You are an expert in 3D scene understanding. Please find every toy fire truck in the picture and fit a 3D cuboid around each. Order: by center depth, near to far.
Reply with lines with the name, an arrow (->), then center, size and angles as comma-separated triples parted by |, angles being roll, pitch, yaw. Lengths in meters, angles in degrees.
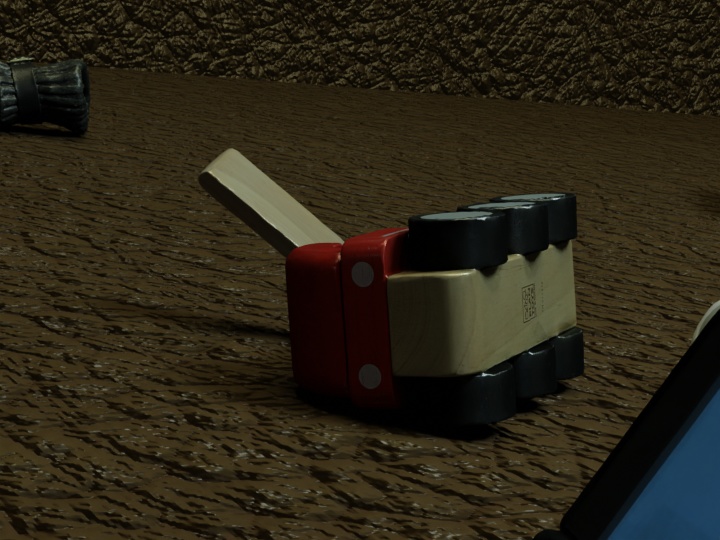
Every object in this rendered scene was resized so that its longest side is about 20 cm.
toy fire truck -> 0.000, 0.000, 0.863 | 0.198, 0.131, 0.176 | -2, 6, 25

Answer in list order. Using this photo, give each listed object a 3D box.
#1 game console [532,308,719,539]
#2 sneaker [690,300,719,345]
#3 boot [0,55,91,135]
game console -> 0.074, 0.075, 0.461 | 0.174, 0.118, 0.200 | 4, 10, -19
sneaker -> 0.266, 0.046, 0.863 | 0.197, 0.076, 0.082 | 1, 23, 21
boot -> -0.347, -0.173, 1.646 | 0.156, 0.081, 0.211 | 7, 10, -1
